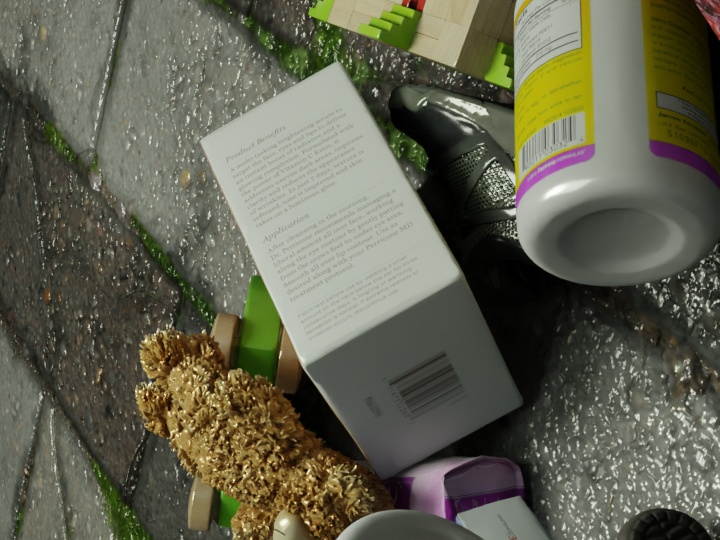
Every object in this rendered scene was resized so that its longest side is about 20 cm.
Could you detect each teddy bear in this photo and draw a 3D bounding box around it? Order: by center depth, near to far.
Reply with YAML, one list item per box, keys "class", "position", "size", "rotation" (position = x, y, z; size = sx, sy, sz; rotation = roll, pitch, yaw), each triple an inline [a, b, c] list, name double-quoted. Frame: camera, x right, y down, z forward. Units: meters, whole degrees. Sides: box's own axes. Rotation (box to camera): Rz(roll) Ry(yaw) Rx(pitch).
- class: "teddy bear"
  position: [-0.073, 0.117, 0.917]
  size: [0.200, 0.067, 0.145]
  rotation: [47, 137, 9]

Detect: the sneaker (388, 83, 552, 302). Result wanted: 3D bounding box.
- class: "sneaker"
  position: [0.073, -0.051, 0.904]
  size: [0.199, 0.076, 0.115]
  rotation: [29, 107, 47]

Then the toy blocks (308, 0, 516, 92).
- class: "toy blocks"
  position: [0.059, -0.203, 0.932]
  size: [0.200, 0.100, 0.137]
  rotation: [30, 102, 52]

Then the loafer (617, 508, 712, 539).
- class: "loafer"
  position: [0.177, 0.227, 0.756]
  size: [0.071, 0.073, 0.201]
  rotation: [120, 141, -58]

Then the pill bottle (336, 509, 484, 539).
- class: "pill bottle"
  position: [0.001, 0.231, 0.745]
  size: [0.120, 0.119, 0.201]
  rotation: [59, 133, 39]

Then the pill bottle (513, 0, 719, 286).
- class: "pill bottle"
  position: [0.133, -0.100, 0.769]
  size: [0.104, 0.104, 0.201]
  rotation: [-38, 41, 49]

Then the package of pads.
- class: "package of pads"
  position: [0.028, 0.185, 0.965]
  size: [0.200, 0.075, 0.121]
  rotation: [-13, 81, 56]

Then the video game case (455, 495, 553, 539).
- class: "video game case"
  position: [0.110, 0.256, 0.789]
  size: [0.181, 0.045, 0.201]
  rotation: [-129, 29, -54]

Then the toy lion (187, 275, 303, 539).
- class: "toy lion"
  position: [-0.079, 0.092, 1.084]
  size: [0.192, 0.068, 0.201]
  rotation: [-87, 5, -64]

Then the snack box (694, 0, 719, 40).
- class: "snack box"
  position: [0.255, -0.129, 0.576]
  size: [0.169, 0.068, 0.200]
  rotation: [-48, 44, 2]

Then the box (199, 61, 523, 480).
- class: "box"
  position: [0.000, 0.000, 0.916]
  size: [0.201, 0.106, 0.153]
  rotation: [62, -178, 40]
